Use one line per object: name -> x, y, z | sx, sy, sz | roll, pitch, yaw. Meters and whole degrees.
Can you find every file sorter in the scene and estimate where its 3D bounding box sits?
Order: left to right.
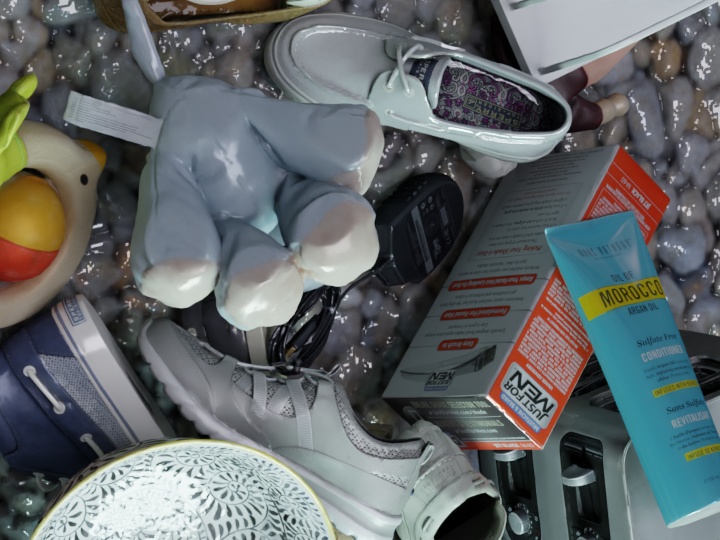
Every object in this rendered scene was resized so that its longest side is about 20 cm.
file sorter -> 0.147, -0.239, 1.632 | 0.138, 0.124, 0.201 | -26, 97, -17

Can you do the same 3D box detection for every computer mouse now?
computer mouse -> 0.000, 0.000, 1.653 | 0.200, 0.034, 0.059 | -41, 131, -37

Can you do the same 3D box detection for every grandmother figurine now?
grandmother figurine -> 0.133, -0.142, 1.717 | 0.121, 0.061, 0.200 | 44, 73, -7

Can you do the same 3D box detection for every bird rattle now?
bird rattle -> -0.219, -0.020, 1.503 | 0.163, 0.112, 0.201 | 7, 99, -49

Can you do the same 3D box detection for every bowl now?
bowl -> -0.120, 0.174, 1.531 | 0.200, 0.094, 0.202 | -7, 112, -18

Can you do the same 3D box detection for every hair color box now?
hair color box -> 0.108, 0.018, 1.676 | 0.064, 0.111, 0.201 | 44, 63, -26

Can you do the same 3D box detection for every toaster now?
toaster -> 0.200, 0.126, 1.736 | 0.199, 0.181, 0.119 | -19, 107, -26

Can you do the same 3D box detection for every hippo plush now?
hippo plush -> -0.083, -0.031, 1.541 | 0.199, 0.161, 0.160 | 24, 71, 5

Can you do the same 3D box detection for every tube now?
tube -> 0.179, 0.059, 1.614 | 0.077, 0.050, 0.201 | -9, 72, -42

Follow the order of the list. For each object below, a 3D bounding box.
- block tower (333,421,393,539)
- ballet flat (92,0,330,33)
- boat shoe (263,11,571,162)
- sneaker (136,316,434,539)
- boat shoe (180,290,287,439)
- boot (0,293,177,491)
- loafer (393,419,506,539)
block tower -> -0.015, 0.191, 1.678 | 0.057, 0.054, 0.201 | 5, 98, 11
ballet flat -> -0.066, -0.182, 1.577 | 0.199, 0.072, 0.068 | -11, 103, -30
boat shoe -> 0.039, -0.116, 1.627 | 0.199, 0.068, 0.072 | 23, 77, -10
sneaker -> -0.046, 0.082, 1.572 | 0.200, 0.075, 0.082 | 35, 92, -8
boat shoe -> -0.077, 0.104, 1.647 | 0.062, 0.073, 0.201 | 0, 110, 12
boot -> -0.164, 0.110, 1.586 | 0.090, 0.073, 0.201 | -29, 119, 0
loafer -> 0.061, 0.162, 1.677 | 0.070, 0.070, 0.200 | -41, 154, -3
